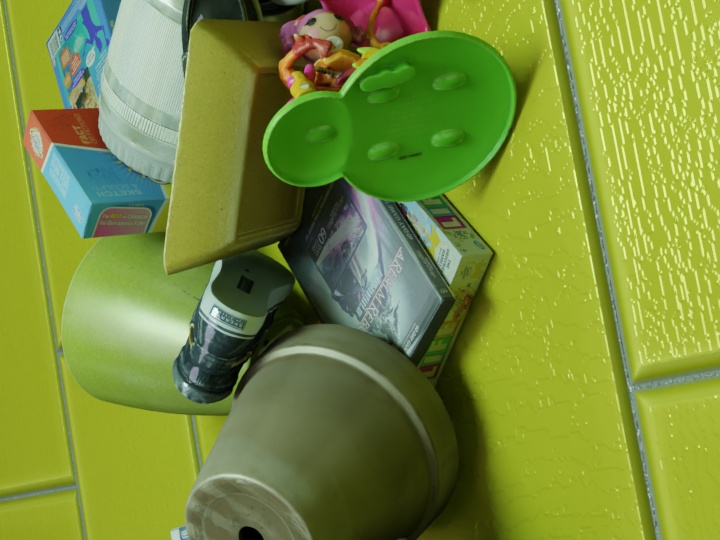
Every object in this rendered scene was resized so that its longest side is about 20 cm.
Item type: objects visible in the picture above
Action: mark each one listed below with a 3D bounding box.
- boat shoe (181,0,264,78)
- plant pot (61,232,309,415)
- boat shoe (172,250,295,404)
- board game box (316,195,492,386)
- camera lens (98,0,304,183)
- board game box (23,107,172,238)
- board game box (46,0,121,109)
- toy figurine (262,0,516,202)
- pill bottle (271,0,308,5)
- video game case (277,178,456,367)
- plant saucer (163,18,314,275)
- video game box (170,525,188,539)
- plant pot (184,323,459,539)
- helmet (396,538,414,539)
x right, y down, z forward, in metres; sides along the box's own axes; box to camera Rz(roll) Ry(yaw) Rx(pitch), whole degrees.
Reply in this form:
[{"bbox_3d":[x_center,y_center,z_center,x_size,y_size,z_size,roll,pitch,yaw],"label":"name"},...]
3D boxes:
[{"bbox_3d":[-0.116,-0.161,1.281,0.068,0.071,0.201,-91,3,-56],"label":"boat shoe"},{"bbox_3d":[-0.147,0.062,1.433,0.199,0.186,0.189,17,109,38],"label":"plant pot"},{"bbox_3d":[-0.114,0.043,1.298,0.091,0.070,0.200,-62,0,16],"label":"boat shoe"},{"bbox_3d":[0.030,0.024,1.277,0.135,0.034,0.201,51,133,38],"label":"board game box"},{"bbox_3d":[-0.149,-0.200,1.393,0.160,0.159,0.201,54,135,36],"label":"camera lens"},{"bbox_3d":[-0.200,-0.098,1.446,0.153,0.199,0.041,51,133,37],"label":"board game box"},{"bbox_3d":[-0.282,-0.207,1.683,0.152,0.045,0.202,-40,62,50],"label":"board game box"},{"bbox_3d":[-0.002,-0.162,1.192,0.185,0.198,0.151,-116,17,-46],"label":"toy figurine"},{"bbox_3d":[-0.089,-0.321,1.246,0.112,0.200,0.113,-29,35,24],"label":"pill bottle"},{"bbox_3d":[0.000,0.000,1.271,0.201,0.019,0.143,59,138,33],"label":"video game case"},{"bbox_3d":[-0.087,-0.101,1.247,0.048,0.200,0.202,13,102,18],"label":"plant saucer"},{"bbox_3d":[-0.115,0.334,1.523,0.200,0.046,0.184,-27,75,53],"label":"video game box"},{"bbox_3d":[-0.045,0.170,1.200,0.198,0.173,0.202,13,120,23],"label":"plant pot"},{"bbox_3d":[0.064,0.311,1.137,0.199,0.190,0.202,-29,47,36],"label":"helmet"}]
